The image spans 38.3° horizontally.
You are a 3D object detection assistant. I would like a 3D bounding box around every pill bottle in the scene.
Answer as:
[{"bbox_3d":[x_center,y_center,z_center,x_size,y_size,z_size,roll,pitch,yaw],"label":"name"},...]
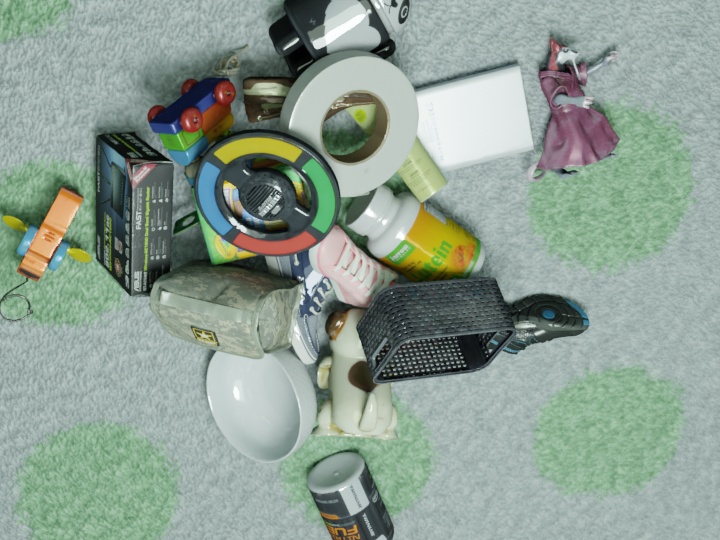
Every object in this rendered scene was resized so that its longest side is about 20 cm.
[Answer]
[{"bbox_3d":[-0.007,0.415,1.749,0.106,0.106,0.200,-22,113,3],"label":"pill bottle"},{"bbox_3d":[0.080,-0.048,1.565,0.200,0.111,0.111,33,105,-18],"label":"pill bottle"}]

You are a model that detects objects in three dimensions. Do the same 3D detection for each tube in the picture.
[{"bbox_3d":[0.049,-0.192,1.510,0.058,0.052,0.200,-37,95,-18],"label":"tube"}]

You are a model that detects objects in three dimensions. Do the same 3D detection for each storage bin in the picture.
[{"bbox_3d":[0.110,0.087,1.521,0.200,0.094,0.135,-5,149,-26],"label":"storage bin"}]

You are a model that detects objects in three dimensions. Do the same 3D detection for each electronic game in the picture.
[{"bbox_3d":[-0.126,-0.101,1.397,0.199,0.042,0.200,3,127,5],"label":"electronic game"}]

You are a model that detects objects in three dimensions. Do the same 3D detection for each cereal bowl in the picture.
[{"bbox_3d":[-0.144,0.194,1.624,0.200,0.083,0.201,11,108,35],"label":"cereal bowl"}]

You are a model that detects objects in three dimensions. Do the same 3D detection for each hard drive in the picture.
[{"bbox_3d":[0.150,-0.220,1.548,0.200,0.025,0.132,-14,113,0],"label":"hard drive"}]

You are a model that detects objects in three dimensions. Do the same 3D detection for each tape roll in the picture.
[{"bbox_3d":[-0.014,-0.199,1.420,0.202,0.037,0.203,-13,121,-23],"label":"tape roll"}]

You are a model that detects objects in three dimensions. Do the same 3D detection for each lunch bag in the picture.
[{"bbox_3d":[-0.190,0.054,1.473,0.164,0.200,0.118,14,96,14],"label":"lunch bag"}]

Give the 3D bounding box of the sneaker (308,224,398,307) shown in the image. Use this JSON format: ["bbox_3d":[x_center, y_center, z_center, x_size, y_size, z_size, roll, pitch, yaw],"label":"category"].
[{"bbox_3d":[0.000,0.000,1.527,0.075,0.104,0.200,-63,153,-19],"label":"sneaker"}]

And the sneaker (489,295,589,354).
[{"bbox_3d":[0.268,0.091,1.677,0.199,0.073,0.082,0,129,-1],"label":"sneaker"}]

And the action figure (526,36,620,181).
[{"bbox_3d":[0.306,-0.248,1.535,0.149,0.134,0.200,-10,106,43],"label":"action figure"}]

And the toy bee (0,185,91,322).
[{"bbox_3d":[-0.478,-0.031,1.525,0.200,0.109,0.131,-44,104,-15],"label":"toy bee"}]

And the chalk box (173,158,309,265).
[{"bbox_3d":[-0.177,-0.095,1.509,0.200,0.125,0.124,-12,113,-3],"label":"chalk box"}]

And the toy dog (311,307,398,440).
[{"bbox_3d":[-0.009,0.157,1.607,0.139,0.194,0.201,1,77,2],"label":"toy dog"}]

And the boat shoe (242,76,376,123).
[{"bbox_3d":[-0.065,-0.235,1.467,0.202,0.075,0.075,1,104,-1],"label":"boat shoe"}]

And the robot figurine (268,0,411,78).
[{"bbox_3d":[-0.025,-0.348,1.420,0.200,0.150,0.125,-30,79,7],"label":"robot figurine"}]

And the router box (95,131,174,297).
[{"bbox_3d":[-0.325,-0.082,1.479,0.062,0.150,0.200,-8,115,-31],"label":"router box"}]

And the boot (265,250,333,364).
[{"bbox_3d":[-0.076,0.040,1.581,0.090,0.073,0.200,-17,97,8],"label":"boot"}]

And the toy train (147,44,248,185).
[{"bbox_3d":[-0.196,-0.216,1.454,0.200,0.085,0.116,-47,132,-34],"label":"toy train"}]
